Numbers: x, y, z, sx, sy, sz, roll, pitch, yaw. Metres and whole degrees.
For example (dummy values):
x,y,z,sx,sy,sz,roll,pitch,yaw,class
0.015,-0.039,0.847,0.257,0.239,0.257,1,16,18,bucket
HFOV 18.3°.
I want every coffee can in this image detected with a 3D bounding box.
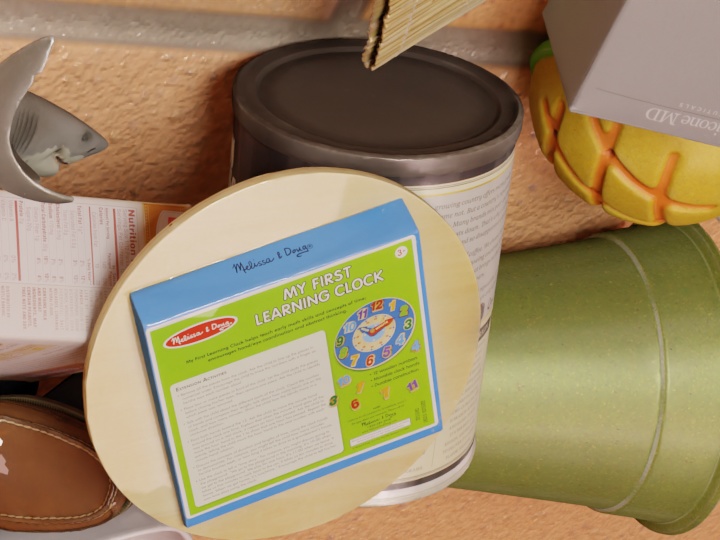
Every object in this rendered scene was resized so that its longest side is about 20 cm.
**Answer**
x,y,z,sx,sy,sz,roll,pitch,yaw,class
0.000,0.000,1.156,0.146,0.146,0.200,-10,122,-28,coffee can

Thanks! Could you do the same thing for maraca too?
x,y,z,sx,sy,sz,roll,pitch,yaw,class
0.172,-0.076,1.212,0.137,0.200,0.107,43,75,-41,maraca

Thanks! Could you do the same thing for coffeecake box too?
x,y,z,sx,sy,sz,roll,pitch,yaw,class
-0.201,0.008,1.057,0.200,0.073,0.153,4,168,-40,coffeecake box

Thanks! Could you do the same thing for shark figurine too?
x,y,z,sx,sy,sz,roll,pitch,yaw,class
-0.182,-0.083,1.008,0.128,0.214,0.090,6,93,-3,shark figurine

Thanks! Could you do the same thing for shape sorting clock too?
x,y,z,sx,sy,sz,roll,pitch,yaw,class
-0.036,0.041,1.059,0.200,0.039,0.200,-14,127,-19,shape sorting clock

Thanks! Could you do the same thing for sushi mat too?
x,y,z,sx,sy,sz,roll,pitch,yaw,class
0.084,-0.167,1.068,0.200,0.012,0.096,-32,159,-22,sushi mat

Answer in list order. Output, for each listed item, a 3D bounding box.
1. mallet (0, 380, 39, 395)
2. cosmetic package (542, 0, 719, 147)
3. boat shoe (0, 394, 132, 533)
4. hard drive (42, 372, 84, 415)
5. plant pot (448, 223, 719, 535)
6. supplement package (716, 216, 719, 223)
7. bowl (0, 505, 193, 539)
x,y,z,sx,sy,sz,roll,pitch,yaw,class
-0.270,0.075,1.182,0.200,0.041,0.066,-20,144,-11,mallet
0.173,-0.160,1.039,0.107,0.090,0.200,10,128,-17,cosmetic package
-0.212,0.095,1.120,0.068,0.200,0.072,-28,127,-79,boat shoe
-0.167,0.090,1.215,0.200,0.042,0.135,-37,-178,13,hard drive
0.100,0.061,1.342,0.190,0.200,0.200,1,134,-20,plant pot
0.288,-0.113,1.319,0.200,0.110,0.114,-16,141,-22,supplement package
-0.201,0.210,1.358,0.199,0.075,0.200,-19,143,-19,bowl
